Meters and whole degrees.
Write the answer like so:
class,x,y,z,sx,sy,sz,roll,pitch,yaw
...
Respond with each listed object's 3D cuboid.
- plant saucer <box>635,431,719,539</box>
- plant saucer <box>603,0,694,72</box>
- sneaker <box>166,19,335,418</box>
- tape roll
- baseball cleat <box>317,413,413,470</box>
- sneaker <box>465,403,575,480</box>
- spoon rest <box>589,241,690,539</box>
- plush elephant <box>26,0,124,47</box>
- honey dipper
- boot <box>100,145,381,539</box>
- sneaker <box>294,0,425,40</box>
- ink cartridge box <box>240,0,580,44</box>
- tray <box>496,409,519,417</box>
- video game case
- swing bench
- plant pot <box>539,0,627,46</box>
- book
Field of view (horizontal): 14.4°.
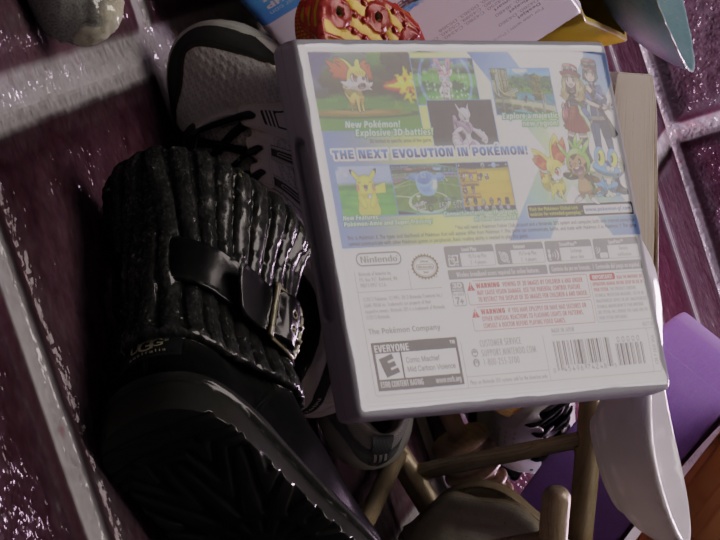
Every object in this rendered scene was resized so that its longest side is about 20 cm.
class,x,y,z,sx,sy,sz,roll,pitch,yaw
plant saucer,0.196,0.146,1.670,0.037,0.200,0.200,38,11,7
plant saucer,0.157,-0.212,1.739,0.201,0.039,0.201,-17,90,-78
sneaker,-0.047,-0.027,1.352,0.200,0.076,0.088,69,20,4
tape roll,0.163,0.123,1.762,0.066,0.200,0.200,39,7,12
baseball cleat,0.000,0.000,1.477,0.106,0.070,0.200,116,-38,-70
sneaker,0.108,0.078,1.727,0.080,0.074,0.200,61,-11,6
spoon rest,0.139,0.050,1.475,0.099,0.061,0.200,-54,123,-73
plush elephant,-0.102,-0.224,1.187,0.200,0.155,0.165,56,21,-54
honey dipper,0.038,0.054,1.699,0.038,0.038,0.200,-76,143,-67
boot,-0.044,0.059,1.233,0.158,0.079,0.211,-94,161,-45
sneaker,0.012,-0.075,1.446,0.200,0.077,0.073,49,50,-47
ink cartridge box,-0.001,-0.193,1.511,0.147,0.146,0.200,60,7,31
tray,0.028,-0.011,1.594,0.200,0.037,0.099,55,8,17
video game case,0.056,-0.023,1.381,0.200,0.022,0.183,-3,79,-37
swing bench,0.080,0.192,1.497,0.199,0.130,0.200,-53,130,-75
plant pot,0.039,-0.213,1.726,0.200,0.176,0.200,-4,78,-78
book,0.115,-0.058,1.742,0.200,0.048,0.134,-171,-96,-65
